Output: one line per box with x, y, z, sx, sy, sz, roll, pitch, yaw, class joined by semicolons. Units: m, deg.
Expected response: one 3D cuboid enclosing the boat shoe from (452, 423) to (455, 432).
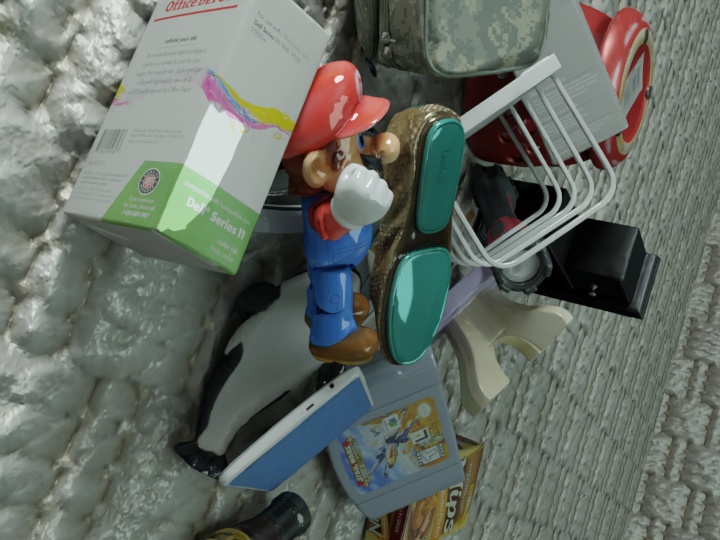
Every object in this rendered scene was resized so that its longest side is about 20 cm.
0.063;0.166;0.938;0.201;0.060;0.073;51;19;-58;boat shoe

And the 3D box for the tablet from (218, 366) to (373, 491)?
-0.045;0.136;0.672;0.129;0.014;0.200;-38;165;-7;tablet

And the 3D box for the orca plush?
-0.070;0.079;0.674;0.071;0.104;0.203;164;-49;-83;orca plush

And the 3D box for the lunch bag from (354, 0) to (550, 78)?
0.059;-0.260;0.661;0.137;0.167;0.205;-14;115;-24;lunch bag

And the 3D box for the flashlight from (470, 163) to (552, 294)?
0.167;-0.052;0.923;0.201;0.066;0.069;-89;180;-60;flashlight

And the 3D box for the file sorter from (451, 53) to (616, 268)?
0.123;-0.083;0.741;0.137;0.126;0.200;-33;-177;-2;file sorter

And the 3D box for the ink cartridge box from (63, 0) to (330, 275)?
-0.094;-0.109;0.504;0.067;0.116;0.204;31;75;-43;ink cartridge box

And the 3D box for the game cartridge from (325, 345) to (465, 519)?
0.030;0.170;0.830;0.131;0.042;0.203;-23;126;-8;game cartridge

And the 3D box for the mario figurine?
-0.002;-0.040;0.556;0.105;0.122;0.204;-26;126;-36;mario figurine

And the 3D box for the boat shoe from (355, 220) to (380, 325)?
0.000;0.000;0.715;0.200;0.074;0.067;-48;175;23;boat shoe

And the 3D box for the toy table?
0.146;0.070;0.929;0.199;0.117;0.185;-33;164;-40;toy table

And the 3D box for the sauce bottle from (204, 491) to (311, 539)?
-0.115;0.251;0.673;0.199;0.065;0.068;-33;129;-52;sauce bottle

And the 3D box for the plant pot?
0.240;-0.216;0.963;0.200;0.179;0.205;-34;132;-49;plant pot

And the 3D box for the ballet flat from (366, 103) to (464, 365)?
0.037;-0.029;0.631;0.069;0.065;0.205;-3;111;-36;ballet flat

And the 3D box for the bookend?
0.278;-0.031;1.078;0.199;0.197;0.094;42;66;-56;bookend

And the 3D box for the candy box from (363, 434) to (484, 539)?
0.084;0.275;1.016;0.199;0.054;0.118;9;95;-59;candy box

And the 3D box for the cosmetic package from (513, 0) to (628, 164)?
0.191;-0.217;0.811;0.203;0.089;0.107;64;20;0;cosmetic package

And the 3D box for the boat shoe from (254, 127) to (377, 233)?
-0.038;-0.081;0.655;0.198;0.072;0.070;-25;127;-53;boat shoe
